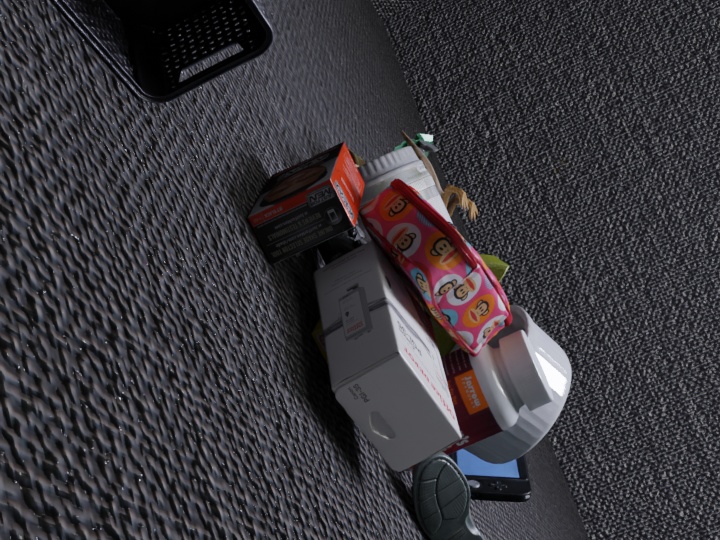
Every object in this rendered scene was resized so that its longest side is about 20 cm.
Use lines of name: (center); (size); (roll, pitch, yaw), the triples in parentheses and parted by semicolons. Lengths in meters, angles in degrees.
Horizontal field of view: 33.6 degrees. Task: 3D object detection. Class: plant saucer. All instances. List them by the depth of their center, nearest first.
plant saucer: (0.128, 0.055, 1.717); (0.048, 0.201, 0.200); (35, 4, -2)

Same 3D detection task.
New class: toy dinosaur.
toy dinosaur: (0.103, -0.099, 1.667); (0.060, 0.105, 0.202); (-18, 104, -63)

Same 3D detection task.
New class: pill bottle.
pill bottle: (0.120, 0.151, 1.412); (0.110, 0.199, 0.110); (61, 11, -20)

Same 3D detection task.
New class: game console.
game console: (0.149, 0.225, 1.667); (0.200, 0.174, 0.118); (-80, 173, -72)

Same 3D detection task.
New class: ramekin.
ramekin: (0.184, 0.155, 1.564); (0.097, 0.201, 0.201); (36, 20, -18)

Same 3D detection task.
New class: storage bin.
storage bin: (-0.174, -0.251, 0.997); (0.200, 0.134, 0.094); (52, 17, -53)

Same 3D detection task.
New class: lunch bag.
lunch bag: (0.077, -0.008, 1.351); (0.176, 0.082, 0.200); (45, -6, 39)

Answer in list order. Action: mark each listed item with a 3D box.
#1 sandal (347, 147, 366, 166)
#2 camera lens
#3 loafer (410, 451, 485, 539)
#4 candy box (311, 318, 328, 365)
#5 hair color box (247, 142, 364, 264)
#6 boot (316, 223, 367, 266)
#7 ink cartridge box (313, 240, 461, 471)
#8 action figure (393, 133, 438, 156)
sandal: (-0.017, -0.153, 1.775); (0.070, 0.077, 0.211); (70, 16, 11)
camera lens: (0.045, -0.045, 1.602); (0.201, 0.159, 0.160); (66, 10, 0)
loafer: (0.097, 0.286, 1.415); (0.063, 0.071, 0.201); (44, -21, 58)
candy box: (-0.011, 0.086, 1.379); (0.103, 0.026, 0.200); (64, 10, -8)
hair color box: (-0.056, -0.079, 1.322); (0.062, 0.101, 0.200); (63, 10, -15)
boot: (0.000, -0.001, 1.448); (0.165, 0.065, 0.200); (53, 4, -32)
ink cartridge box: (0.027, 0.089, 1.264); (0.147, 0.082, 0.201); (54, 14, -33)
action figure: (0.054, -0.103, 1.798); (0.055, 0.201, 0.118); (36, 31, 23)
